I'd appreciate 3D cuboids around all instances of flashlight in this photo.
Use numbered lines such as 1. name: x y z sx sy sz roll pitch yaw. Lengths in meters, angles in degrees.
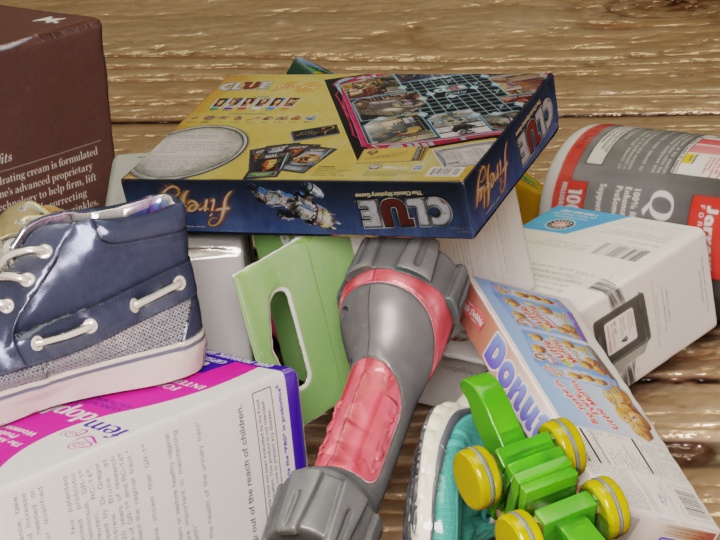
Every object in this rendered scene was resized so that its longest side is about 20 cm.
1. flashlight: 0.000 0.069 1.336 0.068 0.068 0.200 26 48 -3

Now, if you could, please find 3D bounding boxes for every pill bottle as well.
1. pill bottle: 0.221 -0.026 1.654 0.200 0.116 0.116 8 21 35

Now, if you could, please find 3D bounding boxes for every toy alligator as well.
1. toy alligator: 0.098 0.133 1.258 0.059 0.054 0.200 -18 53 -22

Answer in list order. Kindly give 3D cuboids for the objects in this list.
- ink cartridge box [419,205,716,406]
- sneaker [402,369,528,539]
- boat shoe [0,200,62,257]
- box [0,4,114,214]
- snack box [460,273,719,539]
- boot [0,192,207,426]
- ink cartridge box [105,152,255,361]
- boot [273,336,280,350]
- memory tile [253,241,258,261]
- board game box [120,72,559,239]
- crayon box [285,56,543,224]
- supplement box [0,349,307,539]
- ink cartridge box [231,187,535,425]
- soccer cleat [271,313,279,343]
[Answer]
1. ink cartridge box: 0.102 0.034 1.554 0.116 0.067 0.200 12 30 42
2. sneaker: 0.074 0.103 1.364 0.080 0.078 0.200 15 25 18
3. boat shoe: -0.183 -0.005 1.477 0.075 0.068 0.200 25 -6 -14
4. box: -0.270 -0.059 1.737 0.164 0.200 0.166 12 23 43
5. snack box: 0.113 0.072 1.374 0.072 0.024 0.200 14 29 -30
6. boot: -0.173 0.022 1.306 0.200 0.090 0.073 -15 18 -27
7. ink cartridge box: -0.100 0.026 1.518 0.083 0.147 0.200 -4 19 0
8. boot: -0.003 0.005 1.689 0.165 0.066 0.200 -22 20 -23
9. memory tile: -0.072 -0.043 1.743 0.153 0.017 0.200 -16 23 -13
10. board game box: -0.009 -0.063 1.429 0.200 0.035 0.136 2 29 26
11. crayon box: 0.048 -0.065 1.745 0.200 0.052 0.126 24 10 -30
12. supplement box: -0.130 0.115 1.319 0.101 0.104 0.200 11 25 43
13. ink cartridge box: 0.000 0.000 1.457 0.200 0.104 0.059 -30 30 -33
14. soccer cleat: 0.009 -0.013 1.556 0.086 0.070 0.200 -11 15 26
